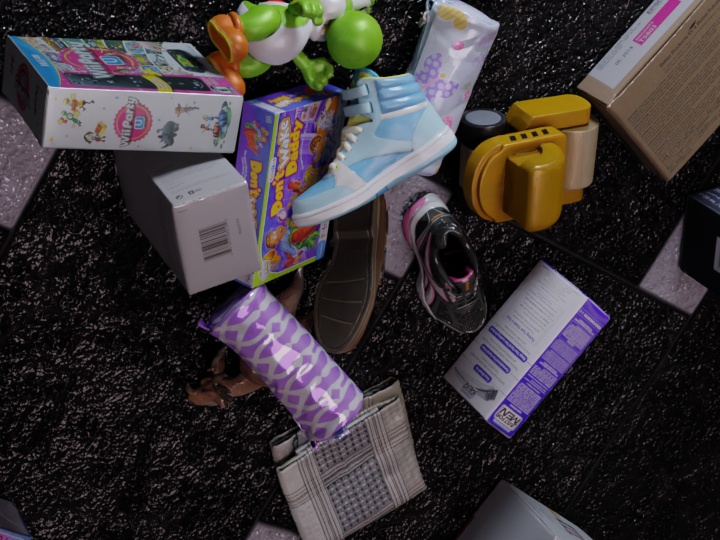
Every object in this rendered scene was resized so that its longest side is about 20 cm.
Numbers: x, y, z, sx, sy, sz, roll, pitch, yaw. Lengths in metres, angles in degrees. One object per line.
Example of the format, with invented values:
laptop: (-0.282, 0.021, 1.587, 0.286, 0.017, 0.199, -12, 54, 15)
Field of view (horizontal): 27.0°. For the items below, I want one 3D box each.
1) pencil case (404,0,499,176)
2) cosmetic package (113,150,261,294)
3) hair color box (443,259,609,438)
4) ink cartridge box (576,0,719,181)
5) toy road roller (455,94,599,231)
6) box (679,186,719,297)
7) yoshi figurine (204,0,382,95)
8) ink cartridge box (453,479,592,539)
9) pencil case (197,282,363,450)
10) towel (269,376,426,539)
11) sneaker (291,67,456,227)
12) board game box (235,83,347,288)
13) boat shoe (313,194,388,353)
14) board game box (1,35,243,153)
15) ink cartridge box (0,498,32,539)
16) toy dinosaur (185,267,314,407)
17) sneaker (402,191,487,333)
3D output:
pencil case: (0.082, -0.207, 1.680, 0.090, 0.083, 0.201, 2, 116, -46)
cosmetic package: (-0.181, -0.075, 1.526, 0.084, 0.200, 0.108, -19, 127, -17)
hair color box: (0.210, 0.099, 1.905, 0.200, 0.109, 0.065, -49, 130, 3)
ink cartridge box: (0.388, -0.239, 1.845, 0.200, 0.075, 0.165, -47, 127, 1)
toy road roller: (0.211, -0.117, 1.764, 0.198, 0.146, 0.124, -13, 122, -24)
box: (0.563, -0.034, 1.980, 0.197, 0.200, 0.124, -14, 121, -24)
yoshi figurine: (-0.056, -0.237, 1.555, 0.199, 0.112, 0.113, -25, 108, -27)
ink cartridge box: (0.246, 0.416, 2.076, 0.200, 0.145, 0.146, 35, 95, -38)
pencil case: (-0.083, 0.103, 1.666, 0.085, 0.084, 0.200, -38, 100, 11)
towel: (-0.011, 0.253, 1.909, 0.191, 0.035, 0.201, -26, 125, -15)
sneaker: (-0.009, -0.142, 1.616, 0.199, 0.080, 0.131, -31, 101, -7)
board game box: (-0.082, -0.095, 1.636, 0.134, 0.045, 0.202, -25, 132, -51)
boat shoe: (0.000, 0.000, 1.715, 0.068, 0.071, 0.202, 26, 75, -63)
board game box: (-0.235, -0.174, 1.475, 0.198, 0.148, 0.065, -3, 118, -29)
ink cartridge box: (-0.477, 0.340, 1.664, 0.136, 0.076, 0.201, 26, 102, -37)
toy dinosaur: (-0.115, 0.087, 1.732, 0.134, 0.086, 0.202, 14, 103, -27)
sneaker: (0.110, 0.008, 1.812, 0.080, 0.086, 0.201, -34, 128, -7)
